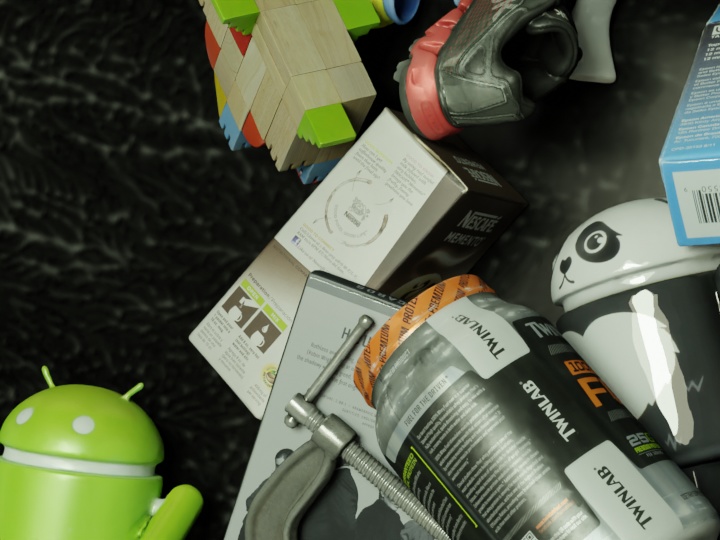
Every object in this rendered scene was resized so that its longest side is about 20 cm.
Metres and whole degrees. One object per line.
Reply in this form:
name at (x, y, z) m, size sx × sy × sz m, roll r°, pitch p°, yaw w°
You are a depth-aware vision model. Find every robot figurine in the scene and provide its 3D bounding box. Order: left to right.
robot figurine at (-0.196, 0.169, 1.355) m, size 0.175 × 0.116 × 0.200 m, roll 7°, pitch 88°, yaw 17°
robot figurine at (0.183, 0.056, 1.178) m, size 0.150 × 0.125 × 0.200 m, roll -16°, pitch 80°, yaw 18°

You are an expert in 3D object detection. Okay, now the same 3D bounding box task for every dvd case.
dvd case at (0.010, 0.117, 1.217) m, size 0.150 × 0.025 × 0.200 m, roll 20°, pitch 104°, yaw 8°

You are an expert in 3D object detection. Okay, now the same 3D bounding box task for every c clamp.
c clamp at (0.015, 0.156, 1.190) m, size 0.200 × 0.027 × 0.171 m, roll 45°, pitch 109°, yaw 8°

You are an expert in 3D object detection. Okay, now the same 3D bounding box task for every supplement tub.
supplement tub at (0.092, 0.105, 1.099) m, size 0.123 × 0.122 × 0.200 m, roll -47°, pitch 67°, yaw 15°

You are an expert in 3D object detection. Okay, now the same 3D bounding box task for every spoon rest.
spoon rest at (0.190, -0.181, 1.191) m, size 0.200 × 0.099 × 0.061 m, roll -35°, pitch 60°, yaw 50°

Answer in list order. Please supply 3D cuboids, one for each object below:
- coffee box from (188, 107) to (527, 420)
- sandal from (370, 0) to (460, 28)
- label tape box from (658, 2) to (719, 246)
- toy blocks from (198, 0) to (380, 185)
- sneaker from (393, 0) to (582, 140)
coffee box at (0.000, 0.000, 1.277) m, size 0.080 × 0.113 × 0.200 m, roll 47°, pitch 106°, yaw 20°
sandal at (0.058, -0.249, 1.294) m, size 0.087 × 0.079 × 0.200 m, roll 17°, pitch 102°, yaw 23°
label tape box at (0.264, -0.096, 1.151) m, size 0.143 × 0.200 × 0.066 m, roll -4°, pitch 122°, yaw 24°
toy blocks at (-0.058, -0.135, 1.307) m, size 0.200 × 0.100 × 0.137 m, roll 65°, pitch 154°, yaw 21°
sneaker at (0.102, -0.161, 1.226) m, size 0.098 × 0.071 × 0.201 m, roll 3°, pitch 51°, yaw 36°
